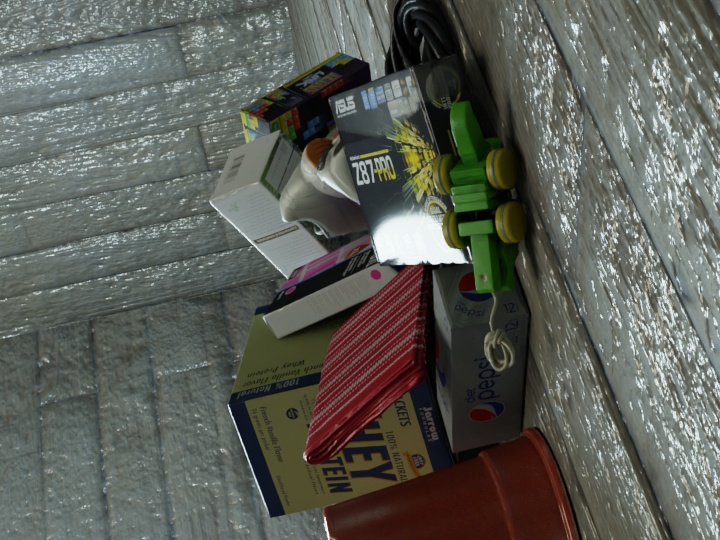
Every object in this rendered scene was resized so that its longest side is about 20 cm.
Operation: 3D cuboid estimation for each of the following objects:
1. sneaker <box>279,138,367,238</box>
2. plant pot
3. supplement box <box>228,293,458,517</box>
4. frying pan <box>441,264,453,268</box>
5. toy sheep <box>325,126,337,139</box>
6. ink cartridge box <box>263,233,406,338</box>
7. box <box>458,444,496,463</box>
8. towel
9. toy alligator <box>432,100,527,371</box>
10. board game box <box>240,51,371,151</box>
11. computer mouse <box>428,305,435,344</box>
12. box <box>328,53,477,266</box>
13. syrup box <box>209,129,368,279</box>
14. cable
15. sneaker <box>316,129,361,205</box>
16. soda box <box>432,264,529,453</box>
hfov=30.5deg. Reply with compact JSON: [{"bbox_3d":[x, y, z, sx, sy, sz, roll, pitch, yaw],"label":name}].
[{"bbox_3d":[-0.001,-0.070,1.356,0.092,0.198,0.076,-47,46,29],"label":"sneaker"},{"bbox_3d":[0.075,0.253,1.113,0.201,0.192,0.204,168,90,-86],"label":"plant pot"},{"bbox_3d":[-0.009,0.119,1.338,0.200,0.197,0.136,-82,-24,-64],"label":"supplement box"},{"bbox_3d":[0.100,0.044,1.310,0.190,0.030,0.117,72,-176,-83],"label":"frying pan"},{"bbox_3d":[0.008,-0.114,1.483,0.200,0.136,0.140,18,-122,-74],"label":"toy sheep"},{"bbox_3d":[0.000,0.000,1.313,0.037,0.198,0.095,57,-149,-17],"label":"ink cartridge box"},{"bbox_3d":[0.108,0.291,1.393,0.201,0.103,0.184,85,173,-57],"label":"box"},{"bbox_3d":[0.013,0.074,1.163,0.022,0.144,0.201,41,-154,-15],"label":"towel"},{"bbox_3d":[0.100,-0.029,0.999,0.054,0.059,0.203,-22,-76,-54],"label":"toy alligator"},{"bbox_3d":[-0.051,-0.129,1.558,0.056,0.165,0.202,26,138,38],"label":"board game box"},{"bbox_3d":[0.087,0.100,1.256,0.201,0.034,0.059,60,-178,-42],"label":"computer mouse"},{"bbox_3d":[0.047,-0.087,1.117,0.200,0.049,0.163,2,109,69],"label":"box"},{"bbox_3d":[-0.060,-0.047,1.413,0.200,0.081,0.079,46,-135,-31],"label":"syrup box"},{"bbox_3d":[0.059,-0.156,1.188,0.163,0.050,0.203,145,114,-85],"label":"cable"},{"bbox_3d":[0.022,-0.126,1.296,0.083,0.080,0.201,43,-136,-14],"label":"sneaker"},{"bbox_3d":[0.101,0.076,1.138,0.201,0.067,0.064,83,174,-53],"label":"soda box"}]
